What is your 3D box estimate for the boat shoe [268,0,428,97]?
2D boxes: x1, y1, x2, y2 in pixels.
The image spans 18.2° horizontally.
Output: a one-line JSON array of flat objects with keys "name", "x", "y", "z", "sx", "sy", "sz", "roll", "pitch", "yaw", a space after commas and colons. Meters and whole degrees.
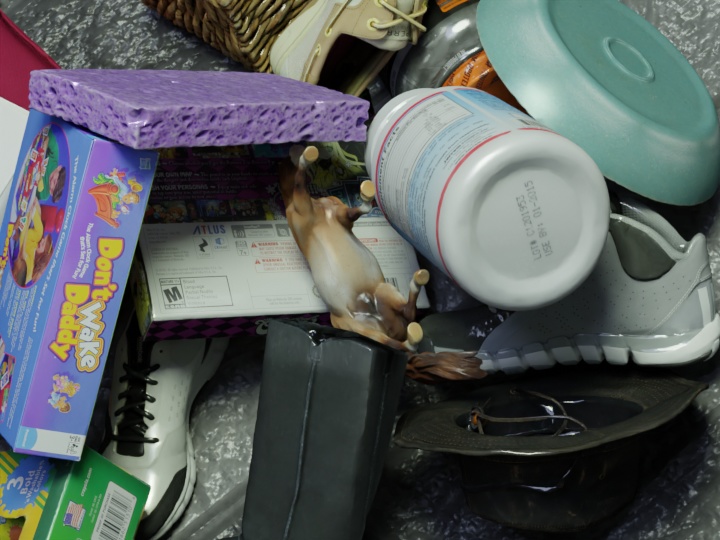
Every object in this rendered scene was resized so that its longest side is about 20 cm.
[{"name": "boat shoe", "x": 0.013, "y": -0.172, "z": 1.492, "sx": 0.200, "sy": 0.074, "sz": 0.066, "roll": -51, "pitch": 52, "yaw": 42}]

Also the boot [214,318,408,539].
[{"name": "boot", "x": -0.064, "y": 0.126, "z": 1.410, "sx": 0.165, "sy": 0.066, "sz": 0.200, "roll": 13, "pitch": 101, "yaw": 21}]

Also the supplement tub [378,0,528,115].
[{"name": "supplement tub", "x": 0.059, "y": -0.177, "z": 1.580, "sx": 0.122, "sy": 0.123, "sz": 0.200, "roll": -29, "pitch": 54, "yaw": 1}]

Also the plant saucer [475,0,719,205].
[{"name": "plant saucer", "x": 0.166, "y": -0.127, "z": 1.472, "sx": 0.036, "sy": 0.200, "sz": 0.200, "roll": -51, "pitch": 47, "yaw": 30}]

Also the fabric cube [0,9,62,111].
[{"name": "fabric cube", "x": -0.327, "y": -0.113, "z": 1.623, "sx": 0.199, "sy": 0.200, "sz": 0.196, "roll": 38, "pitch": 86, "yaw": 35}]

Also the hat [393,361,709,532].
[{"name": "hat", "x": 0.122, "y": 0.117, "z": 1.388, "sx": 0.200, "sy": 0.201, "sz": 0.081, "roll": -7, "pitch": 98, "yaw": 16}]

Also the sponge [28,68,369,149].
[{"name": "sponge", "x": -0.101, "y": -0.104, "z": 1.429, "sx": 0.111, "sy": 0.200, "sz": 0.030, "roll": 20, "pitch": 108, "yaw": 42}]

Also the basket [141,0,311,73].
[{"name": "basket", "x": -0.077, "y": -0.273, "z": 1.677, "sx": 0.149, "sy": 0.143, "sz": 0.200, "roll": 35, "pitch": 76, "yaw": 33}]

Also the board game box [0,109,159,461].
[{"name": "board game box", "x": -0.193, "y": 0.003, "z": 1.424, "sx": 0.134, "sy": 0.045, "sz": 0.200, "roll": 33, "pitch": 110, "yaw": 62}]

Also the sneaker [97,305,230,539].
[{"name": "sneaker", "x": -0.146, "y": 0.089, "z": 1.518, "sx": 0.074, "sy": 0.080, "sz": 0.200, "roll": 1, "pitch": 62, "yaw": 19}]

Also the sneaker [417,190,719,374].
[{"name": "sneaker", "x": 0.130, "y": 0.001, "z": 1.441, "sx": 0.200, "sy": 0.116, "sz": 0.075, "roll": -3, "pitch": 17, "yaw": 11}]

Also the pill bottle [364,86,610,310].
[{"name": "pill bottle", "x": 0.070, "y": -0.053, "z": 1.402, "sx": 0.109, "sy": 0.109, "sz": 0.200, "roll": -36, "pitch": 23, "yaw": -4}]

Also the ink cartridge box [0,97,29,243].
[{"name": "ink cartridge box", "x": -0.249, "y": -0.005, "z": 1.545, "sx": 0.086, "sy": 0.146, "sz": 0.200, "roll": 28, "pitch": 86, "yaw": 35}]

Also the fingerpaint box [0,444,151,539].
[{"name": "fingerpaint box", "x": -0.241, "y": 0.218, "z": 1.442, "sx": 0.167, "sy": 0.073, "sz": 0.200, "roll": -9, "pitch": 54, "yaw": 42}]

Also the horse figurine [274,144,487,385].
[{"name": "horse figurine", "x": 0.000, "y": 0.000, "z": 1.434, "sx": 0.050, "sy": 0.133, "sz": 0.200, "roll": -30, "pitch": 84, "yaw": -20}]

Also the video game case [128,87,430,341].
[{"name": "video game case", "x": -0.068, "y": -0.042, "z": 1.517, "sx": 0.200, "sy": 0.036, "sz": 0.182, "roll": -3, "pitch": 61, "yaw": -24}]
